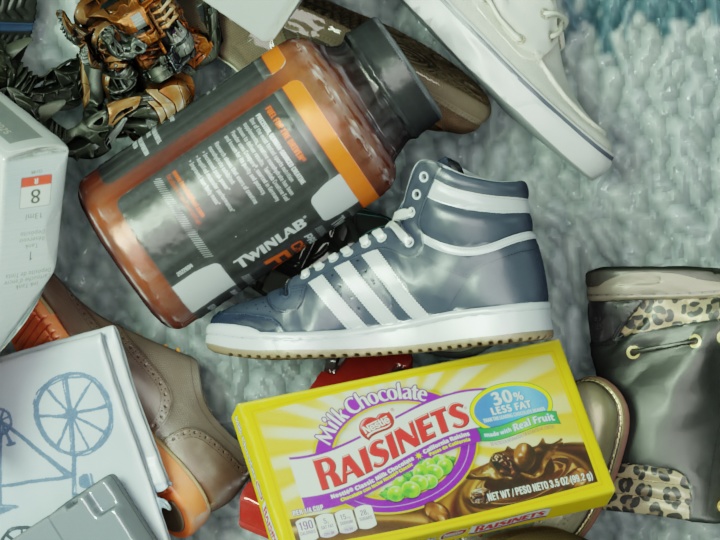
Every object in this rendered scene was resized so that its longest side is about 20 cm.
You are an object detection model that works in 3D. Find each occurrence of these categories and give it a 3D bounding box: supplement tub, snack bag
[{"bbox_3d":[-0.054,-0.061,1.638,0.200,0.107,0.107,-34,91,2],"label":"supplement tub"},{"bbox_3d":[-0.192,0.147,1.696,0.188,0.021,0.200,-17,95,24],"label":"snack bag"}]

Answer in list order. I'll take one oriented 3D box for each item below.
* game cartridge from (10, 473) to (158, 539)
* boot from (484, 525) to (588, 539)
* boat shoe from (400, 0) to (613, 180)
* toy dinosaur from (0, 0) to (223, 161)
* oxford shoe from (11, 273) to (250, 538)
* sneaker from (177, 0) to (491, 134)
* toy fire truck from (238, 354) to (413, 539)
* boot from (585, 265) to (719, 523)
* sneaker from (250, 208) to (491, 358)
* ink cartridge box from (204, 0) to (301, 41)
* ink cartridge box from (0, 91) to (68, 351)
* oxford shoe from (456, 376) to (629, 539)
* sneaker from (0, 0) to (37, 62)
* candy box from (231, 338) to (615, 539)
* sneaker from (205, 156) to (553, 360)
[{"bbox_3d":[-0.182,0.221,1.678,0.200,0.040,0.133,-33,85,25],"label":"game cartridge"},{"bbox_3d":[0.126,0.234,1.681,0.077,0.200,0.156,26,100,43],"label":"boot"},{"bbox_3d":[0.089,-0.143,1.713,0.070,0.071,0.200,-44,85,2],"label":"boat shoe"},{"bbox_3d":[-0.142,-0.104,1.671,0.135,0.102,0.200,-13,105,-16],"label":"toy dinosaur"},{"bbox_3d":[-0.143,0.063,1.720,0.073,0.071,0.200,-38,89,-28],"label":"oxford shoe"},{"bbox_3d":[-0.021,-0.117,1.719,0.200,0.070,0.076,27,107,4],"label":"sneaker"},{"bbox_3d":[-0.030,0.148,1.695,0.049,0.141,0.200,21,51,16],"label":"toy fire truck"},{"bbox_3d":[0.229,0.075,1.714,0.200,0.073,0.151,5,90,3],"label":"boot"},{"bbox_3d":[0.000,0.000,1.712,0.200,0.079,0.076,28,95,17],"label":"sneaker"},{"bbox_3d":[-0.056,-0.248,1.642,0.144,0.200,0.085,34,135,-3],"label":"ink cartridge box"},{"bbox_3d":[-0.231,-0.014,1.648,0.050,0.162,0.200,-16,127,-33],"label":"ink cartridge box"},{"bbox_3d":[0.084,0.145,1.691,0.071,0.074,0.200,40,100,28],"label":"oxford shoe"},{"bbox_3d":[-0.238,-0.183,1.709,0.076,0.077,0.200,3,108,-45],"label":"sneaker"},{"bbox_3d":[0.036,0.105,1.631,0.200,0.026,0.102,-11,63,-18],"label":"candy box"},{"bbox_3d":[0.007,-0.006,1.631,0.200,0.070,0.109,-4,90,12],"label":"sneaker"}]
